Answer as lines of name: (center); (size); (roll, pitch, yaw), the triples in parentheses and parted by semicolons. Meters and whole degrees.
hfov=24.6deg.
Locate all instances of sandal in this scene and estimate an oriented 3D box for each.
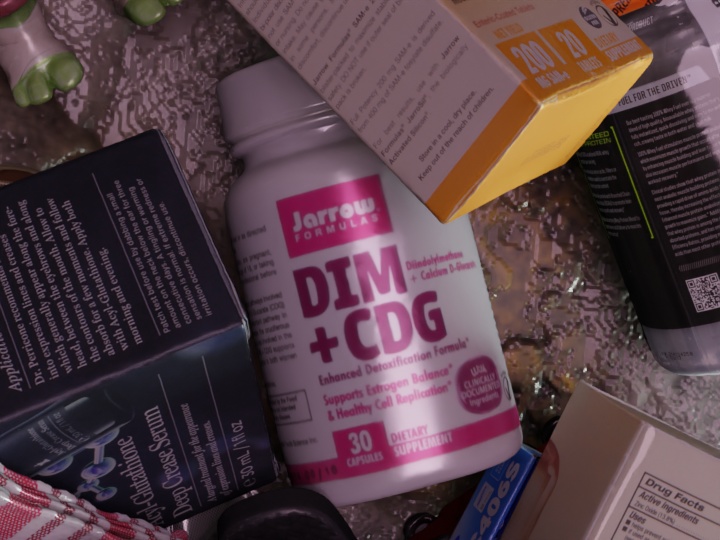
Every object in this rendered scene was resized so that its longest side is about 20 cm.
sandal: (-0.010, 0.156, 0.788); (0.074, 0.045, 0.201); (-19, 132, 7)

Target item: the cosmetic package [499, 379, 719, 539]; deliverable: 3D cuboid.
cosmetic package: (0.106, 0.165, 0.739); (0.103, 0.087, 0.201); (27, 93, -16)

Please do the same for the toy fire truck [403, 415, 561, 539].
toy fire truck: (0.125, 0.150, 0.859); (0.199, 0.049, 0.142); (-34, 104, -11)

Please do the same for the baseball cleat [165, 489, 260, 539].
baseball cleat: (-0.074, 0.167, 0.792); (0.106, 0.070, 0.202); (-22, 100, -13)

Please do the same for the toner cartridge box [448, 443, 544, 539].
toner cartridge box: (0.137, 0.168, 0.816); (0.199, 0.043, 0.096); (29, 89, -18)

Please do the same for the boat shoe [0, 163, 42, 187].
boat shoe: (-0.222, -0.008, 0.734); (0.198, 0.074, 0.076); (-15, 98, -15)

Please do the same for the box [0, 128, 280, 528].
box: (-0.148, 0.053, 0.701); (0.198, 0.149, 0.108); (-22, 60, -9)

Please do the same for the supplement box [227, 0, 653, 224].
supplement box: (0.015, -0.127, 0.705); (0.200, 0.126, 0.074); (46, 123, 11)

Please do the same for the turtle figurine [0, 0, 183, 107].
turtle figurine: (-0.145, -0.172, 0.695); (0.195, 0.198, 0.145); (60, 39, -33)

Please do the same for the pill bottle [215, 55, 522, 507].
pill bottle: (0.000, 0.000, 0.773); (0.112, 0.113, 0.202); (-14, 89, -15)

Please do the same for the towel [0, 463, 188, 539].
towel: (-0.170, 0.131, 0.658); (0.146, 0.030, 0.200); (-39, 141, 13)

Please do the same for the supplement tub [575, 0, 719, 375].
supplement tub: (0.171, -0.060, 0.820); (0.122, 0.122, 0.202); (-25, 101, -13)
